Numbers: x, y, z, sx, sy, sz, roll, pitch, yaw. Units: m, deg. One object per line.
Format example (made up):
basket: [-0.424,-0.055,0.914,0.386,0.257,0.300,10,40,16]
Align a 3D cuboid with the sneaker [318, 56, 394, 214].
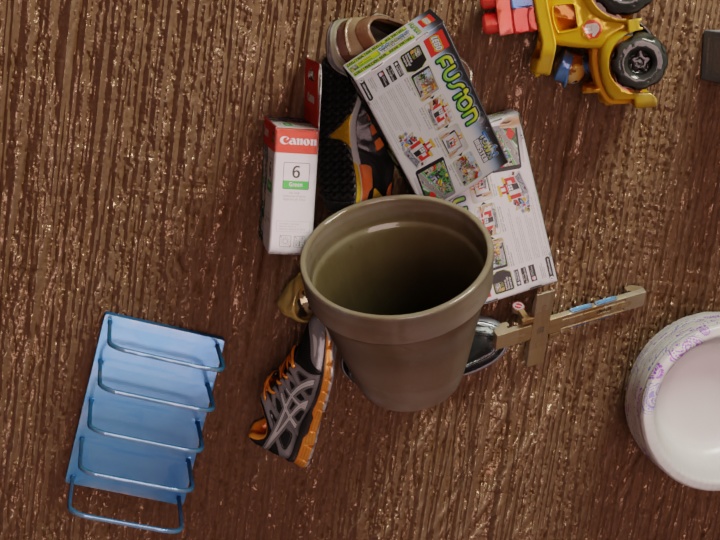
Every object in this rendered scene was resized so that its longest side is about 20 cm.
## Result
sneaker: [0.004,-0.159,1.517,0.090,0.070,0.202,2,89,-45]

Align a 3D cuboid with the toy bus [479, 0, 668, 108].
toy bus: [0.229,-0.268,1.501,0.190,0.136,0.202,-10,107,6]

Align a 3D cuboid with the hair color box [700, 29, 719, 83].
hair color box: [0.458,-0.228,1.505,0.098,0.200,0.061,-1,102,-10]

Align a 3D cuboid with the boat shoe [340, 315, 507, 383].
boat shoe: [0.078,0.096,1.574,0.198,0.068,0.074,-3,103,-10]

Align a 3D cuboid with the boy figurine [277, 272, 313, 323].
boy figurine: [0.000,0.000,1.543,0.199,0.064,0.125,-18,113,-8]

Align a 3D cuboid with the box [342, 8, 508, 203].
box: [0.071,-0.161,1.443,0.110,0.035,0.201,-33,130,-3]

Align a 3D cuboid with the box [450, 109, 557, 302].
box: [0.147,-0.070,1.561,0.109,0.035,0.202,-16,104,-6]

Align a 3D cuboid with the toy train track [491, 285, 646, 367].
toy train track: [0.239,0.048,1.603,0.199,0.033,0.115,-15,134,-18]

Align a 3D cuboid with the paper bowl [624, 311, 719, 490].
paper bowl: [0.409,0.149,1.627,0.199,0.104,0.202,-2,103,-10]

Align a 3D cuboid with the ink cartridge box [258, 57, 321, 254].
ink cartridge box: [-0.077,-0.125,1.478,0.050,0.109,0.202,1,101,-10]

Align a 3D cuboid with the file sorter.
file sorter: [-0.234,0.168,1.507,0.138,0.123,0.202,13,99,-13]

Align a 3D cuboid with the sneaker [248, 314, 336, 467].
sneaker: [-0.072,0.132,1.536,0.077,0.078,0.201,15,117,-2]

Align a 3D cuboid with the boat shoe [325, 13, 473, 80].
boat shoe: [0.054,-0.223,1.464,0.199,0.072,0.076,8,76,-42]

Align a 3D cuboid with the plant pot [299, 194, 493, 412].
plant pot: [0.046,0.047,1.449,0.198,0.201,0.174,-15,129,-7]
